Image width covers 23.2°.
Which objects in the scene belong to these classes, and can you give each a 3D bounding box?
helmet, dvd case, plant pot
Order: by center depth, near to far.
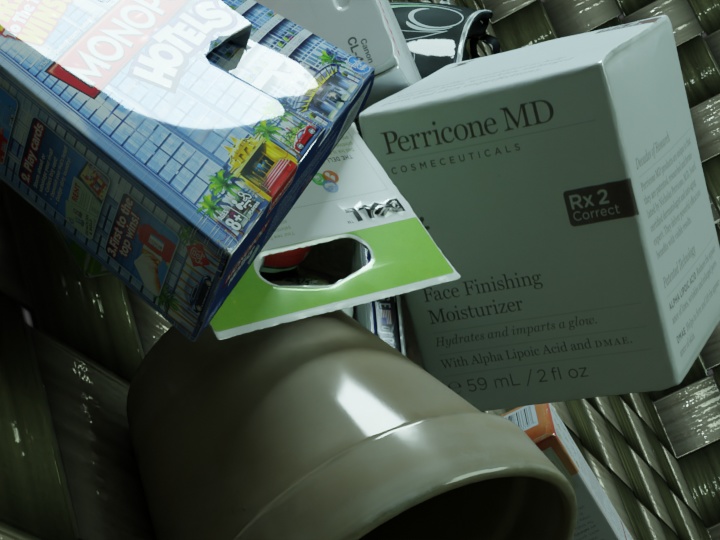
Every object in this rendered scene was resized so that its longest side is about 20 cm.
[{"bbox_3d":[-0.026,0.106,0.847,0.174,0.200,0.200,50,4,33],"label":"plant pot"},{"bbox_3d":[0.009,0.085,1.104,0.151,0.025,0.201,98,-9,-49],"label":"dvd case"},{"bbox_3d":[0.021,-0.124,1.415,0.200,0.189,0.202,-6,90,-67],"label":"helmet"}]

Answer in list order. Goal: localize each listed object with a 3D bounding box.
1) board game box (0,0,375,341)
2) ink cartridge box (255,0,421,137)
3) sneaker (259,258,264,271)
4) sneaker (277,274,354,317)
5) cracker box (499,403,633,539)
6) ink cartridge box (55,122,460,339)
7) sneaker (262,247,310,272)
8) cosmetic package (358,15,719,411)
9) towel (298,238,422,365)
[{"bbox_3d":[-0.111,-0.092,0.815,0.199,0.062,0.200,30,43,2],"label":"board game box"},{"bbox_3d":[-0.015,-0.159,1.212,0.200,0.085,0.148,42,26,-73],"label":"ink cartridge box"},{"bbox_3d":[-0.129,-0.060,0.998,0.200,0.074,0.087,52,27,-17],"label":"sneaker"},{"bbox_3d":[-0.059,0.031,1.076,0.089,0.077,0.200,47,13,-13],"label":"sneaker"},{"bbox_3d":[0.126,0.205,1.304,0.201,0.133,0.058,58,13,-25],"label":"cracker box"},{"bbox_3d":[-0.068,-0.033,0.880,0.147,0.076,0.200,-13,55,-34],"label":"ink cartridge box"},{"bbox_3d":[-0.082,-0.092,1.113,0.085,0.077,0.201,-17,-81,58],"label":"sneaker"},{"bbox_3d":[0.122,-0.036,1.106,0.165,0.164,0.201,-38,114,-61],"label":"cosmetic package"},{"bbox_3d":[0.000,0.000,1.235,0.133,0.034,0.200,61,-20,-18],"label":"towel"}]
